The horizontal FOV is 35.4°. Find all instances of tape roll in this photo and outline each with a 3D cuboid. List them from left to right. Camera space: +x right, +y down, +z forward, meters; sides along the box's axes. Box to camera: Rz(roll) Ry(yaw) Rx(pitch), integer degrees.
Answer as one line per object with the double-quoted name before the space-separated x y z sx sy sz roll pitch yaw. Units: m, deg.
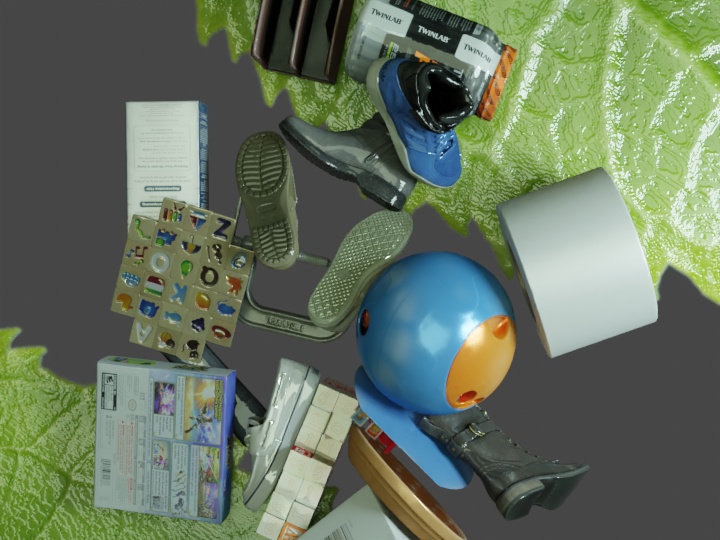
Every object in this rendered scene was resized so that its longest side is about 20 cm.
"tape roll" 0.261 -0.009 1.376 0.138 0.203 0.204 -20 90 5

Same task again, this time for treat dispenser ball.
"treat dispenser ball" 0.093 0.077 1.391 0.199 0.201 0.203 0 91 5

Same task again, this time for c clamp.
"c clamp" -0.094 0.003 1.493 0.198 0.027 0.172 19 93 5

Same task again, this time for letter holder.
"letter holder" -0.064 -0.352 1.424 0.100 0.142 0.202 13 92 4

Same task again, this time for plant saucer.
"plant saucer" 0.051 0.274 1.399 0.037 0.200 0.200 -44 88 -2

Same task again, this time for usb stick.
"usb stick" -0.193 0.151 1.501 0.055 0.033 0.200 -43 87 5

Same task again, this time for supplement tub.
"supplement tub" 0.090 -0.268 1.423 0.199 0.123 0.123 21 93 4

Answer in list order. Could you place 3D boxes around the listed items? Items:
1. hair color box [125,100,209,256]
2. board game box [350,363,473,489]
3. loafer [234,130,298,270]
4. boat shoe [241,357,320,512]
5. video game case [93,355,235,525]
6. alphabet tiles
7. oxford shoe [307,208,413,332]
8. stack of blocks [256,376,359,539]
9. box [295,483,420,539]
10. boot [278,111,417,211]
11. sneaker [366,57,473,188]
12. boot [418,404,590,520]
"hair color box" -0.254 -0.120 1.486 0.099 0.061 0.202 0 91 5
"board game box" 0.058 0.204 1.428 0.200 0.158 0.039 45 112 2
"loafer" -0.119 -0.086 1.462 0.075 0.068 0.202 -6 65 1
"boat shoe" -0.117 0.209 1.450 0.065 0.072 0.201 23 97 -6
"video game case" -0.258 0.222 1.484 0.180 0.045 0.202 6 100 11
"alphabet tiles" -0.231 0.014 1.462 0.165 0.006 0.202 16 103 0
"oxford shoe" 0.000 0.000 1.456 0.075 0.058 0.201 26 66 24
"stack of blocks" -0.062 0.245 1.452 0.058 0.115 0.201 23 93 4
"box" 0.020 0.389 1.402 0.152 0.107 0.200 -39 129 5
"boot" 0.004 -0.179 1.468 0.199 0.070 0.132 32 85 -2
"sneaker" 0.095 -0.172 1.362 0.077 0.111 0.201 -50 128 -24
"boot" 0.187 0.225 1.438 0.174 0.199 0.070 48 120 32
